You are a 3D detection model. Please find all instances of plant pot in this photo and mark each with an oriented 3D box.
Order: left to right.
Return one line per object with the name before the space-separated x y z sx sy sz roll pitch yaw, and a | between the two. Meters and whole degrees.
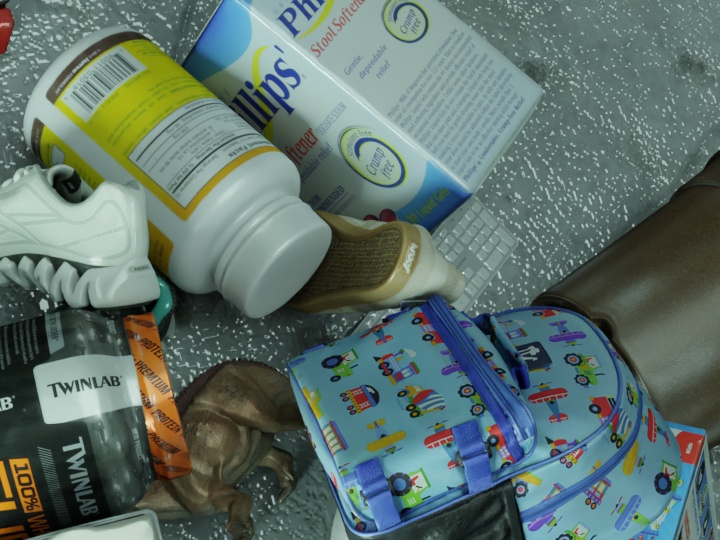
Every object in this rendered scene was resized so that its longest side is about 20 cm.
plant pot | 0.238 0.038 1.128 0.198 0.200 0.200 -29 84 -19

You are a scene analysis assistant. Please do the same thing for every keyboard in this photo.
keyboard | 0.044 0.027 1.144 0.056 0.011 0.200 42 62 -4

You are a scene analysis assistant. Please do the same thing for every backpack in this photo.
backpack | 0.077 0.094 0.925 0.200 0.183 0.135 -21 123 -2

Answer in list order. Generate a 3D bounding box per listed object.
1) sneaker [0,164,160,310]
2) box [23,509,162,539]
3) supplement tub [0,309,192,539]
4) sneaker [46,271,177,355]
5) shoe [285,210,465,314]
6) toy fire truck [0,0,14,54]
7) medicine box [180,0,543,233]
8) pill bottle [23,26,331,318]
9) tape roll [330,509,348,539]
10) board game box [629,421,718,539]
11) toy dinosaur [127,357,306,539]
sneaker | -0.206 -0.028 0.975 0.075 0.200 0.081 -16 111 -59
box | -0.174 0.190 0.888 0.095 0.200 0.078 -11 81 -23
supplement tub | -0.203 0.094 0.895 0.200 0.123 0.123 -14 77 -7
sneaker | -0.195 0.056 0.991 0.200 0.091 0.078 -38 87 -28
shoe | 0.000 0.000 1.038 0.053 0.200 0.070 18 85 -26
toy fire truck | -0.308 -0.184 1.054 0.141 0.049 0.200 -14 77 -25
medicine box | -0.012 -0.115 1.074 0.200 0.182 0.103 39 62 -5
pill bottle | -0.116 -0.061 1.026 0.200 0.109 0.109 41 60 17
tape roll | 0.076 0.198 1.082 0.203 0.037 0.203 8 69 -20
board game box | 0.177 0.225 1.025 0.056 0.200 0.196 12 62 22
toy dinosaur | -0.101 0.105 1.021 0.136 0.086 0.200 42 56 4
